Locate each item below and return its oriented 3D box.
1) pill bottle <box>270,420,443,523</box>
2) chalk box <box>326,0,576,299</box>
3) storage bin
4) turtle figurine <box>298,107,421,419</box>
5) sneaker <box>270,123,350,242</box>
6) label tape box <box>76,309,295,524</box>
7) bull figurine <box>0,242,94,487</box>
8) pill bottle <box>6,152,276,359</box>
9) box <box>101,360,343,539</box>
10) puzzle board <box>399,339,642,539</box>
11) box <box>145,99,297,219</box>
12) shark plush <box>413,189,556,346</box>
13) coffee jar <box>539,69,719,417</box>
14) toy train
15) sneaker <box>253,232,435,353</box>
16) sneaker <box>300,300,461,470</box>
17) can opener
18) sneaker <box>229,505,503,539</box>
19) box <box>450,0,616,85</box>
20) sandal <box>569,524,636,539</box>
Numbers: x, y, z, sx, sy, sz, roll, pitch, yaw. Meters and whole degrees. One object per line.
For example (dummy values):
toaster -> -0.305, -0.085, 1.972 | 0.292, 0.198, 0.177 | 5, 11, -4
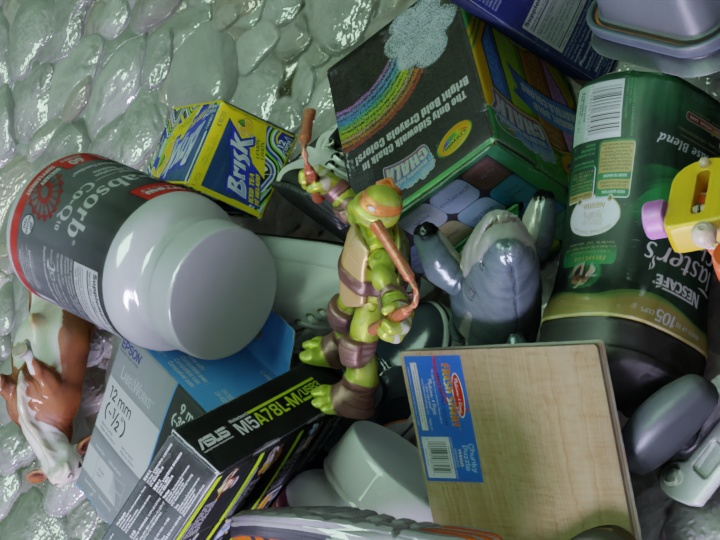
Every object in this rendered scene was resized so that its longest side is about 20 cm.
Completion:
pill bottle -> -0.025, 0.204, 1.427 | 0.200, 0.114, 0.114 | -53, 42, 14
chalk box -> 0.073, -0.068, 1.452 | 0.125, 0.124, 0.201 | -35, 47, 28
storage bin -> 0.208, -0.240, 1.337 | 0.200, 0.135, 0.145 | -43, 36, -19
turtle figurine -> 0.000, 0.000, 1.369 | 0.200, 0.064, 0.162 | -122, 36, -46
sneaker -> -0.010, -0.072, 1.531 | 0.089, 0.074, 0.200 | -52, 7, 3
label tape box -> -0.128, 0.104, 1.586 | 0.143, 0.066, 0.201 | 40, 119, 49
bull figurine -> -0.253, 0.074, 1.741 | 0.065, 0.122, 0.201 | -10, 55, 17
pill bottle -> -0.156, -0.009, 1.557 | 0.200, 0.116, 0.116 | 21, 86, 46
box -> -0.104, 0.159, 1.395 | 0.047, 0.193, 0.200 | 41, 117, 15
puzzle board -> 0.104, 0.141, 1.316 | 0.150, 0.017, 0.201 | -4, 101, 42
box -> -0.109, -0.083, 1.641 | 0.070, 0.064, 0.200 | -67, 15, -4
shark plush -> 0.082, 0.044, 1.347 | 0.083, 0.090, 0.201 | -118, 27, -52
coffee jar -> 0.171, -0.014, 1.340 | 0.085, 0.104, 0.201 | -6, 67, 44
toy train -> 0.252, -0.038, 1.261 | 0.150, 0.056, 0.200 | 11, 47, 45
sneaker -> -0.017, 0.021, 1.559 | 0.200, 0.073, 0.085 | 6, 89, 53
sneaker -> -0.015, 0.096, 1.500 | 0.200, 0.079, 0.078 | -51, 41, 12
can opener -> 0.233, 0.053, 1.275 | 0.200, 0.066, 0.053 | -50, 43, 8
sneaker -> -0.004, 0.202, 1.302 | 0.199, 0.077, 0.113 | 5, 91, 42
box -> 0.114, -0.214, 1.428 | 0.032, 0.200, 0.122 | 21, 86, 49
sandal -> 0.099, 0.228, 1.292 | 0.082, 0.054, 0.200 | 52, 125, 15
